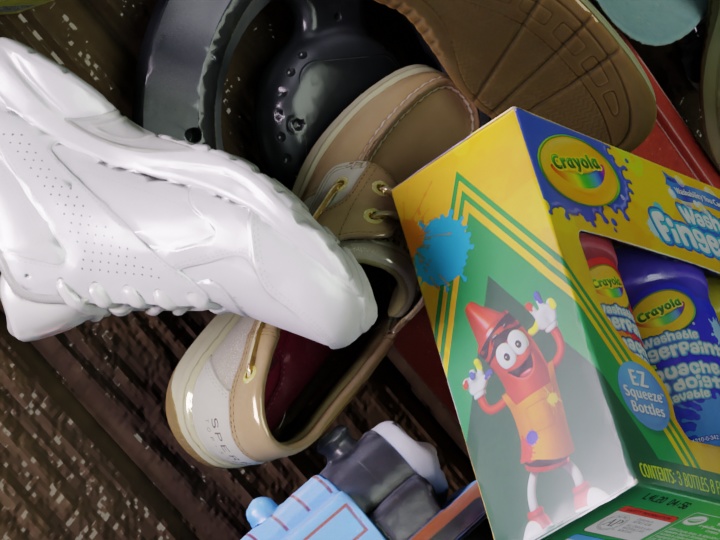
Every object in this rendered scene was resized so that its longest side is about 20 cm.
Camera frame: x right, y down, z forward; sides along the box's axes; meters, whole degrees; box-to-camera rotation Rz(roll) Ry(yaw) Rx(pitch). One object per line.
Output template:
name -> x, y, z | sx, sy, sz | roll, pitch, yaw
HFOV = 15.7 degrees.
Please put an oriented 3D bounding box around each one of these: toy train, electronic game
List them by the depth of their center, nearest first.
toy train -> -0.019, 0.146, 1.044 | 0.200, 0.087, 0.114 | -41, 90, -11
electronic game -> -0.012, -0.066, 1.137 | 0.199, 0.042, 0.202 | -3, 95, -36

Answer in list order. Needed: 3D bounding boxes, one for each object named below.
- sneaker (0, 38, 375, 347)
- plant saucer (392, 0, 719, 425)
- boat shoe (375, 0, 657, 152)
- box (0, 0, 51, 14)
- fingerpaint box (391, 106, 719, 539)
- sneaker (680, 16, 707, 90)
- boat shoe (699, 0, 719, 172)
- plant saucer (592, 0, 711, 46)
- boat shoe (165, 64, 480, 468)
sneaker -> -0.090, -0.008, 1.014 | 0.199, 0.078, 0.100 | 27, 83, 15
plant saucer -> 0.117, 0.010, 1.203 | 0.200, 0.037, 0.200 | 50, 59, -36
boat shoe -> 0.048, -0.126, 1.094 | 0.200, 0.073, 0.065 | 40, 35, -17
box -> -0.151, -0.205, 1.032 | 0.050, 0.075, 0.201 | -8, 89, -38
fingerpaint box -> 0.119, 0.040, 1.070 | 0.199, 0.073, 0.168 | 18, 48, -48
sneaker -> 0.247, -0.112, 1.313 | 0.199, 0.070, 0.094 | -28, 95, -38
boat shoe -> 0.195, -0.116, 1.180 | 0.073, 0.063, 0.202 | -51, 147, -44
plant saucer -> 0.114, -0.199, 1.134 | 0.201, 0.038, 0.203 | -8, 99, -57
boat shoe -> 0.000, 0.000, 1.082 | 0.074, 0.066, 0.201 | 42, 69, -30
